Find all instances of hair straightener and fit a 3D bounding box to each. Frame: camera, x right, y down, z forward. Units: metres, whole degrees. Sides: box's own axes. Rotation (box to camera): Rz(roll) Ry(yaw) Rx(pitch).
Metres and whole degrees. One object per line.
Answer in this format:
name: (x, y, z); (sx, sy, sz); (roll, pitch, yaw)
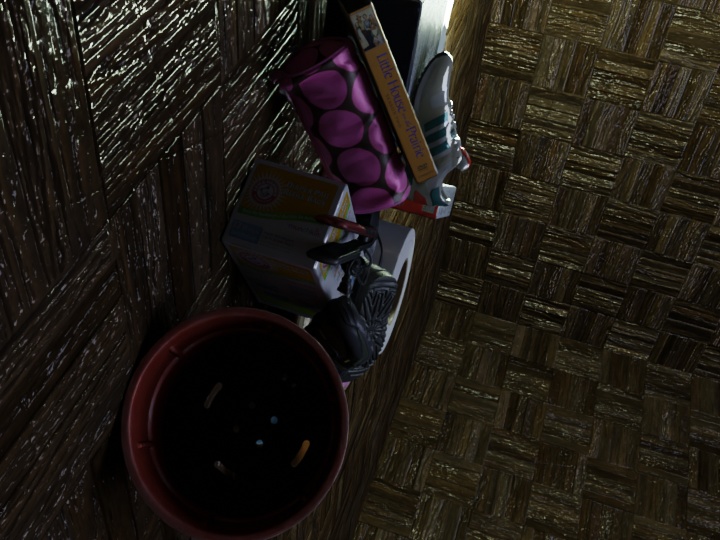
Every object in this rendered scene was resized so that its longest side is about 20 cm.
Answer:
hair straightener: (-0.017, -0.015, 0.884); (0.200, 0.040, 0.078); (-8, 114, -80)

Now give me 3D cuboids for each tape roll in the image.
tape roll: (-0.006, 0.015, 1.326); (0.203, 0.137, 0.205); (16, 90, -81)

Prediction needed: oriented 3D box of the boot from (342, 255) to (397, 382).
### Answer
boot: (-0.032, 0.024, 1.143); (0.072, 0.200, 0.183); (8, 115, -38)

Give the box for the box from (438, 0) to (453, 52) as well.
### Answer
box: (0.078, -0.373, 1.326); (0.176, 0.096, 0.203); (-30, 134, -77)

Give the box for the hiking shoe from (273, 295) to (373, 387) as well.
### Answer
hiking shoe: (-0.052, 0.096, 0.958); (0.100, 0.076, 0.200); (-23, 161, -24)

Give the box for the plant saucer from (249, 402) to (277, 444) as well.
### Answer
plant saucer: (-0.122, 0.140, 1.184); (0.200, 0.027, 0.203); (15, 90, -80)

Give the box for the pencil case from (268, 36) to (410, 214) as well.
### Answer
pencil case: (-0.018, -0.151, 0.924); (0.201, 0.093, 0.091); (63, -7, -32)

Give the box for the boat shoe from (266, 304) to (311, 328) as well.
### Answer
boat shoe: (-0.080, 0.038, 1.094); (0.065, 0.071, 0.202); (48, 59, -59)

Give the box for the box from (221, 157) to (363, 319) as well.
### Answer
box: (-0.070, -0.026, 0.965); (0.200, 0.111, 0.102); (77, 31, -69)

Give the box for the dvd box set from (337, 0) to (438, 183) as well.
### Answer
dvd box set: (0.026, -0.211, 0.929); (0.147, 0.029, 0.201); (-107, 172, -58)

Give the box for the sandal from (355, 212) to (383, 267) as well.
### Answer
sandal: (0.000, 0.000, 1.199); (0.076, 0.042, 0.203); (13, -85, 55)

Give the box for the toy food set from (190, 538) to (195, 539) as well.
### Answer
toy food set: (-0.174, 0.343, 1.144); (0.200, 0.060, 0.145); (24, 82, -72)

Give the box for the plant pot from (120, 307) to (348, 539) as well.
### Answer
plant pot: (-0.111, 0.151, 0.829); (0.195, 0.198, 0.203); (96, 11, -79)

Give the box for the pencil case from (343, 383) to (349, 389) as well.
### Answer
pencil case: (-0.059, 0.142, 1.234); (0.086, 0.083, 0.200); (-30, 170, 2)

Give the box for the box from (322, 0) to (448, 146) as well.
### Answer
box: (0.030, -0.293, 1.095); (0.199, 0.122, 0.202); (-60, 165, -52)

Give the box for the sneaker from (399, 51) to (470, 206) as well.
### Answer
sneaker: (0.106, -0.176, 1.092); (0.070, 0.092, 0.202); (-55, 162, -65)

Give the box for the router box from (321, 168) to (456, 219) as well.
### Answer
router box: (0.047, -0.126, 1.290); (0.200, 0.177, 0.049); (-23, 128, -77)

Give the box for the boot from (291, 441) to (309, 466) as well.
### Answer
boot: (-0.099, 0.298, 1.297); (0.203, 0.070, 0.145); (94, -6, -47)
